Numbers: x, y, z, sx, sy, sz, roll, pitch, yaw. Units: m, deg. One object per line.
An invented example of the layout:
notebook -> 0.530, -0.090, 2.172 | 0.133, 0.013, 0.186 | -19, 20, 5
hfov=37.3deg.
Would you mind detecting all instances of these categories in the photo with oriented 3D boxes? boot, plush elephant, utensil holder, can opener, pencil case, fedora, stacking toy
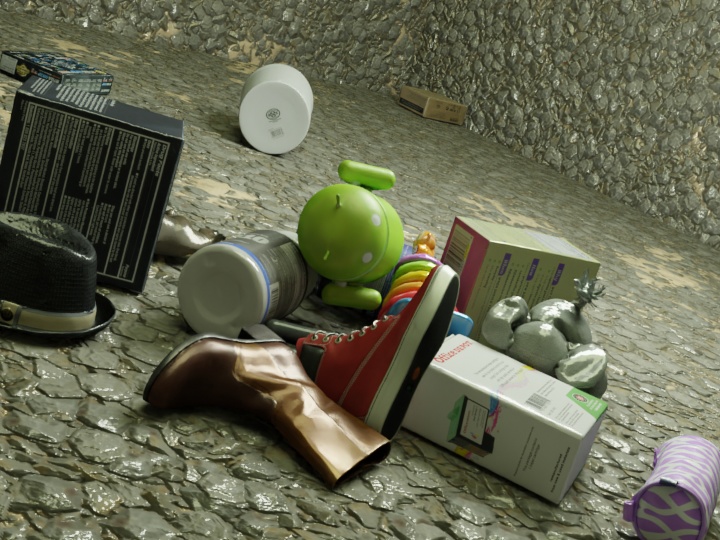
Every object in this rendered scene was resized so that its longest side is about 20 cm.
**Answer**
boot -> 0.010, 0.065, 1.138 | 0.143, 0.202, 0.072 | 25, -9, 27
plush elephant -> 0.223, 0.106, 1.312 | 0.164, 0.202, 0.154 | 34, 35, 24
utensil holder -> -0.188, -0.359, 2.363 | 0.167, 0.172, 0.200 | 16, 17, -8
can opener -> -0.023, 0.106, 1.247 | 0.197, 0.053, 0.066 | 16, -19, -18
pencil case -> 0.342, 0.239, 1.152 | 0.084, 0.085, 0.199 | 0, 5, 26
fedora -> -0.351, -0.006, 1.133 | 0.198, 0.093, 0.201 | 18, 15, -5
stacking toy -> 0.078, 0.021, 1.368 | 0.108, 0.117, 0.202 | 17, 45, -11
boot -> -0.091, 0.146, 1.037 | 0.200, 0.069, 0.187 | 42, 25, 26

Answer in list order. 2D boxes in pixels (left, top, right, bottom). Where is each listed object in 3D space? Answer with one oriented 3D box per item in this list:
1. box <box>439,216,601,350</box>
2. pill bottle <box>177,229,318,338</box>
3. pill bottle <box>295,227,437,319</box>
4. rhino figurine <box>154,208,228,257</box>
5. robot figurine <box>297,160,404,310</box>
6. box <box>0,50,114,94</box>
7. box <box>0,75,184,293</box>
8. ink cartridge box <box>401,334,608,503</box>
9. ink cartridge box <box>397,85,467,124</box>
box -> 0.203, 0.037, 1.473 | 0.197, 0.178, 0.097 | 9, 18, -29
pill bottle -> -0.129, 0.012, 1.294 | 0.112, 0.115, 0.200 | 22, 16, 14
pill bottle -> 0.000, 0.000, 1.485 | 0.197, 0.113, 0.112 | 20, 16, 5
rhino figurine -> -0.258, -0.049, 1.449 | 0.197, 0.061, 0.087 | 11, 14, -30
robot figurine -> -0.011, -0.044, 1.329 | 0.114, 0.179, 0.200 | 9, -1, 14
box -> -0.643, -0.420, 2.266 | 0.157, 0.047, 0.200 | 23, 16, 14
box -> -0.331, -0.104, 1.292 | 0.195, 0.203, 0.123 | 16, 15, -13
ink cartridge box -> 0.159, 0.159, 1.188 | 0.198, 0.085, 0.144 | 24, 16, 19
ink cartridge box -> 0.258, -0.592, 3.820 | 0.198, 0.076, 0.164 | 5, 19, -38
